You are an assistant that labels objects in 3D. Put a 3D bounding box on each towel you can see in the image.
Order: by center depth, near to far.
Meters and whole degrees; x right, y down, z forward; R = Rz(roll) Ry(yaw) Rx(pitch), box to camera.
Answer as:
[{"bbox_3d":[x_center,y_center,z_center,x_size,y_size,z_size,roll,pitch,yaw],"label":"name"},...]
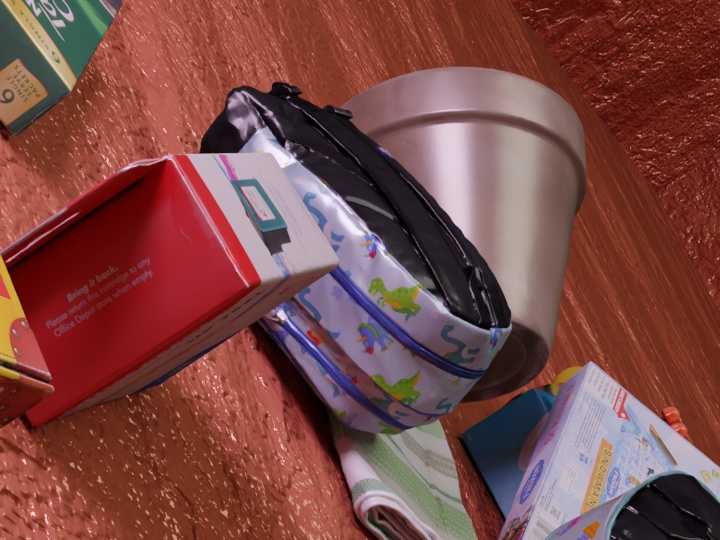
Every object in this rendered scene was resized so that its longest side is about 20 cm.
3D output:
[{"bbox_3d":[0.027,0.114,1.276,0.149,0.031,0.201,49,16,-36],"label":"towel"}]

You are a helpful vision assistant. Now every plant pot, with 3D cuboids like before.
[{"bbox_3d":[0.068,-0.012,1.426,0.200,0.199,0.175,42,35,-47],"label":"plant pot"}]

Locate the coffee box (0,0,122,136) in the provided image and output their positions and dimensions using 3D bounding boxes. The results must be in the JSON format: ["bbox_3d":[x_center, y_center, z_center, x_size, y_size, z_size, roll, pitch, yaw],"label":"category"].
[{"bbox_3d":[-0.188,-0.156,1.092,0.123,0.044,0.200,54,13,-14],"label":"coffee box"}]

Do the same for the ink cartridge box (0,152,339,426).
[{"bbox_3d":[-0.094,0.006,0.901,0.068,0.116,0.200,58,14,4],"label":"ink cartridge box"}]

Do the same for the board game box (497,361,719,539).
[{"bbox_3d":[0.197,0.192,1.412,0.199,0.041,0.200,39,41,-7],"label":"board game box"}]

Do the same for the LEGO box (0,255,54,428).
[{"bbox_3d":[-0.202,-0.023,0.656,0.150,0.077,0.200,63,14,24],"label":"LEGO box"}]

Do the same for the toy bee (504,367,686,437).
[{"bbox_3d":[0.200,0.133,1.659,0.132,0.108,0.200,61,14,21],"label":"toy bee"}]

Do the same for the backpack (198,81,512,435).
[{"bbox_3d":[0.000,0.000,1.222,0.199,0.155,0.163,32,5,26],"label":"backpack"}]

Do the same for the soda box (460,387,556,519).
[{"bbox_3d":[0.153,0.188,1.478,0.201,0.068,0.064,62,14,17],"label":"soda box"}]

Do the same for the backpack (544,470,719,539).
[{"bbox_3d":[0.180,0.231,1.235,0.175,0.153,0.201,-29,92,-50],"label":"backpack"}]
